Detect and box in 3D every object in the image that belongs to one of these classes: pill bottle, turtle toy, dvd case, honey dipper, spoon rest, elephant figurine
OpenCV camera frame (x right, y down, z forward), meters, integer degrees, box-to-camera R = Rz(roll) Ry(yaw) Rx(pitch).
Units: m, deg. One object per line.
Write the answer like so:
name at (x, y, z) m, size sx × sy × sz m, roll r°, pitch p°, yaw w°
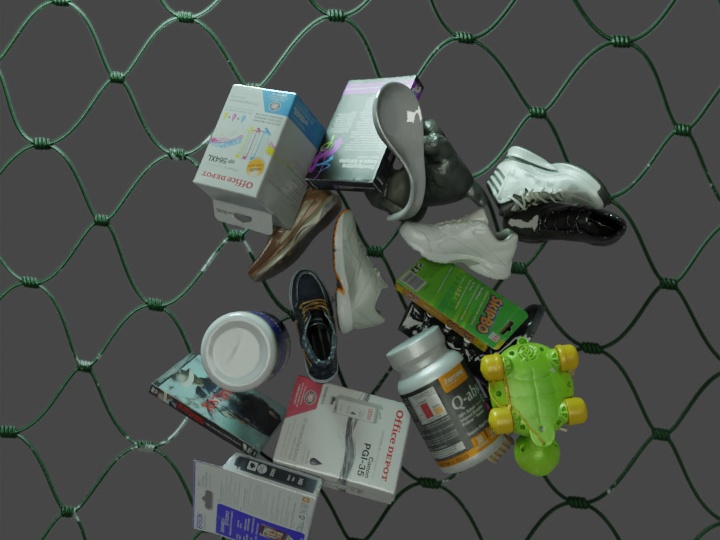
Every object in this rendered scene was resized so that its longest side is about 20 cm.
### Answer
pill bottle at (0.127, 0.196, 1.086) m, size 0.115 × 0.116 × 0.202 m, roll -29°, pitch 89°, yaw 3°
turtle toy at (0.252, 0.200, 1.046) m, size 0.143 × 0.101 × 0.204 m, roll -6°, pitch 79°, yaw 0°
pill bottle at (-0.171, 0.122, 1.114) m, size 0.113 × 0.200 × 0.118 m, roll 0°, pitch 88°, yaw 3°
dvd case at (-0.224, 0.213, 1.144) m, size 0.198 × 0.146 × 0.022 m, roll 30°, pitch 109°, yaw 6°
honey dipper at (0.267, 0.221, 1.113) m, size 0.038 × 0.038 × 0.201 m, roll 42°, pitch 101°, yaw 5°
spoon rest at (0.062, -0.176, 1.044) m, size 0.060 × 0.098 × 0.204 m, roll 3°, pitch 102°, yaw 47°
elephant figurine at (0.072, -0.137, 1.150) m, size 0.199 × 0.142 × 0.156 m, roll -35°, pitch 44°, yaw 11°

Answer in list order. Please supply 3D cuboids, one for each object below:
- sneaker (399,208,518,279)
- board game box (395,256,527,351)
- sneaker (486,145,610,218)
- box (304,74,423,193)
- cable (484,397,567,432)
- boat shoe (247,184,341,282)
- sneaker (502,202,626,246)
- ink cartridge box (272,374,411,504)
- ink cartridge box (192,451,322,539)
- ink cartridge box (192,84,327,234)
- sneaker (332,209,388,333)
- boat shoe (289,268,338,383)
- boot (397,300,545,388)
sneaker at (0.161, -0.059, 1.137) m, size 0.197 × 0.078 × 0.101 m, roll 14°, pitch 111°, yaw -10°
board game box at (0.159, 0.048, 1.119) m, size 0.199 × 0.030 × 0.095 m, roll 34°, pitch 55°, yaw 28°
sneaker at (0.281, -0.113, 1.105) m, size 0.116 × 0.076 × 0.200 m, roll -50°, pitch 47°, yaw -9°
box at (0.006, -0.218, 1.130) m, size 0.141 × 0.036 × 0.203 m, roll 8°, pitch 66°, yaw 38°
cable at (0.238, 0.216, 1.149) m, size 0.196 × 0.050 × 0.099 m, roll -3°, pitch 94°, yaw 4°
boat shoe at (-0.119, -0.065, 1.184) m, size 0.072 × 0.076 × 0.200 m, roll 44°, pitch 85°, yaw 11°
sneaker at (0.328, -0.080, 1.134) m, size 0.196 × 0.091 × 0.078 m, roll 1°, pitch 90°, yaw 6°
ink cartridge box at (-0.024, 0.268, 1.131) m, size 0.196 × 0.083 × 0.149 m, roll 13°, pitch 63°, yaw 5°
ink cartridge box at (-0.169, 0.373, 1.127) m, size 0.197 × 0.044 × 0.200 m, roll 16°, pitch 130°, yaw 3°
ink cartridge box at (-0.160, -0.169, 1.126) m, size 0.127 × 0.125 × 0.203 m, roll 14°, pitch 77°, yaw 25°
sneaker at (0.000, 0.000, 1.174) m, size 0.090 × 0.076 × 0.204 m, roll -4°, pitch 95°, yaw -3°
boat shoe at (-0.071, 0.072, 1.133) m, size 0.070 × 0.091 × 0.203 m, roll -10°, pitch 64°, yaw -10°
boot at (0.181, 0.080, 1.159) m, size 0.198 × 0.066 × 0.166 m, roll 31°, pitch 77°, yaw 15°
